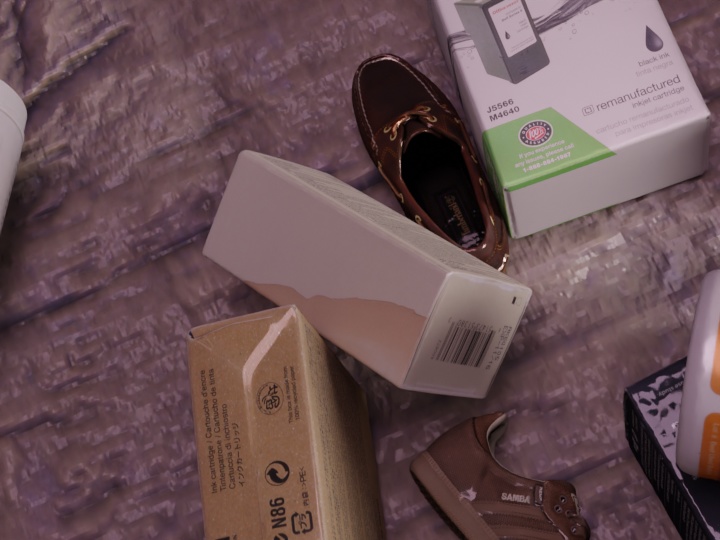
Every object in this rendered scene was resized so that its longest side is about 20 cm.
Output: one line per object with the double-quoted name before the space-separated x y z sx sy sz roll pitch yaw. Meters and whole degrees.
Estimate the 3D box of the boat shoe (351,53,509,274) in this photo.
"boat shoe" 0.047 -0.078 1.038 0.070 0.070 0.201 -28 63 -1

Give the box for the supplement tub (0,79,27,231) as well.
"supplement tub" -0.319 -0.038 1.062 0.131 0.132 0.202 3 66 13

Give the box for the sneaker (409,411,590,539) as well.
"sneaker" 0.114 0.168 0.913 0.075 0.071 0.200 -39 65 -8

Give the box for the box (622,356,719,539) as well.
"box" 0.263 0.134 0.878 0.147 0.104 0.201 -26 64 -1

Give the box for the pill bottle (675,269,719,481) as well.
"pill bottle" 0.271 0.068 0.786 0.198 0.112 0.113 9 68 15

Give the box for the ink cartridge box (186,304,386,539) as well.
"ink cartridge box" -0.037 0.145 0.902 0.074 0.165 0.202 -13 64 9

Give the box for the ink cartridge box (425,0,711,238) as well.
"ink cartridge box" 0.137 -0.145 1.039 0.144 0.084 0.201 -19 64 3

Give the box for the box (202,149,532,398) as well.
"box" 0.000 0.000 0.962 0.199 0.095 0.078 32 103 40
